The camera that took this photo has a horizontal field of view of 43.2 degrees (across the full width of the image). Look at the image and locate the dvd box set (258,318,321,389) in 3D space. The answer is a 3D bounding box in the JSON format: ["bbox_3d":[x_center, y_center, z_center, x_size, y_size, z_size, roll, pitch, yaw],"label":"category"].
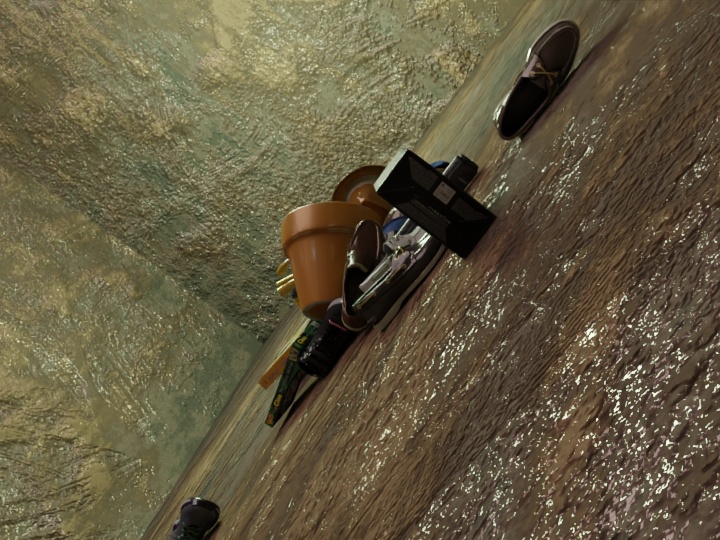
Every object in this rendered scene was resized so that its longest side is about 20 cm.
[{"bbox_3d":[-0.141,0.162,2.014,0.200,0.029,0.146,-48,4,35],"label":"dvd box set"}]

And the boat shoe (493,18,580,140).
[{"bbox_3d":[0.270,-0.287,1.388,0.200,0.072,0.060,-56,9,27],"label":"boat shoe"}]

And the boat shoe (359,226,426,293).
[{"bbox_3d":[0.070,-0.031,1.542,0.200,0.067,0.074,-57,6,-27],"label":"boat shoe"}]

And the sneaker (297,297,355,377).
[{"bbox_3d":[-0.055,0.130,1.662,0.099,0.070,0.200,-60,1,-37],"label":"sneaker"}]

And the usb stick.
[{"bbox_3d":[0.133,-0.115,1.610,0.200,0.055,0.033,-53,33,13],"label":"usb stick"}]

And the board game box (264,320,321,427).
[{"bbox_3d":[-0.131,0.201,1.772,0.105,0.023,0.201,-42,-24,-61],"label":"board game box"}]

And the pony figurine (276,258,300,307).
[{"bbox_3d":[-0.087,-0.014,1.973,0.200,0.167,0.193,-44,-22,2],"label":"pony figurine"}]

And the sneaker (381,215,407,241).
[{"bbox_3d":[0.057,-0.030,1.687,0.200,0.082,0.074,-43,-36,-38],"label":"sneaker"}]

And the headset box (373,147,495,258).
[{"bbox_3d":[0.098,-0.101,1.281,0.077,0.149,0.200,-53,6,6],"label":"headset box"}]

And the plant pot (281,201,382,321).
[{"bbox_3d":[-0.053,-0.006,1.760,0.200,0.199,0.184,134,139,-58],"label":"plant pot"}]

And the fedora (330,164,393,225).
[{"bbox_3d":[0.033,-0.123,1.922,0.201,0.200,0.082,-52,26,26],"label":"fedora"}]

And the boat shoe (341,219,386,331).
[{"bbox_3d":[0.006,0.000,1.573,0.075,0.074,0.204,64,-151,-68],"label":"boat shoe"}]

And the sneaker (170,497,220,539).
[{"bbox_3d":[-0.317,0.499,1.716,0.200,0.074,0.088,120,165,-51],"label":"sneaker"}]

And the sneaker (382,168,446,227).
[{"bbox_3d":[0.104,-0.115,1.774,0.200,0.070,0.076,-54,6,15],"label":"sneaker"}]

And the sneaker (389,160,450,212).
[{"bbox_3d":[0.120,-0.144,1.855,0.201,0.066,0.078,-56,9,-17],"label":"sneaker"}]

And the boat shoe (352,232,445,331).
[{"bbox_3d":[0.065,0.001,1.410,0.202,0.060,0.072,-53,5,12],"label":"boat shoe"}]
